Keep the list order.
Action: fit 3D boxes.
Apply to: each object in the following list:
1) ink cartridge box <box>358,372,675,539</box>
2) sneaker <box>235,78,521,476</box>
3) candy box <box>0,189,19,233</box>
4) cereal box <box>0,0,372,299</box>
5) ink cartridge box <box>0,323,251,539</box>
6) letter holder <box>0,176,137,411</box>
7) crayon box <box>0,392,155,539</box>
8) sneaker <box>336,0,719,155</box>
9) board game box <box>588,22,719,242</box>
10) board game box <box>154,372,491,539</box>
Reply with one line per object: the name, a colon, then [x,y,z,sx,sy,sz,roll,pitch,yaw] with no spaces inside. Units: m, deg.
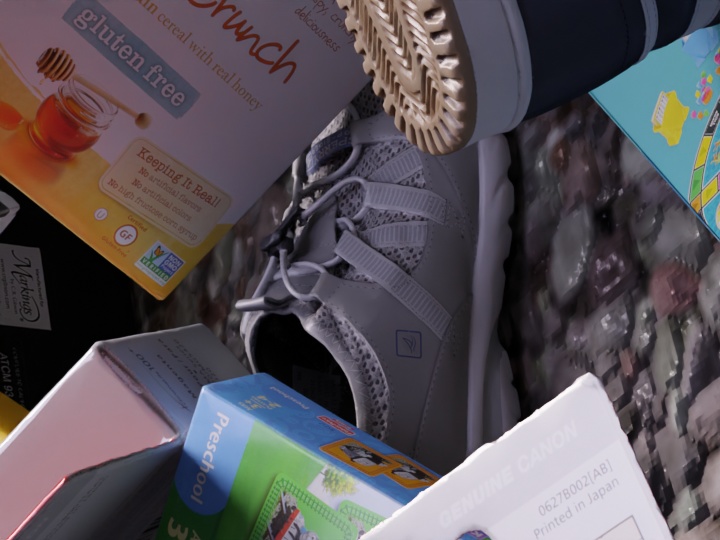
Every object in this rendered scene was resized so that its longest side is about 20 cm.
ink cartridge box: [0.052,0.152,0.607,0.161,0.050,0.201,-38,60,29]
sneaker: [0.000,0.000,0.760,0.075,0.081,0.201,-39,52,48]
candy box: [-0.253,-0.026,0.879,0.200,0.072,0.168,43,108,5]
cereal box: [-0.041,-0.105,0.723,0.200,0.144,0.040,-47,38,4]
ink cartridge box: [-0.127,0.103,0.722,0.044,0.173,0.200,46,103,10]
letter holder: [-0.170,0.022,1.019,0.142,0.100,0.201,-49,45,44]
crayon box: [-0.122,0.123,0.844,0.199,0.052,0.126,30,95,24]
sneaker: [0.032,-0.139,0.593,0.070,0.108,0.201,-7,102,69]
board game box: [0.131,-0.072,0.597,0.200,0.047,0.152,56,130,48]
board game box: [0.018,0.140,0.669,0.199,0.036,0.152,27,108,29]
